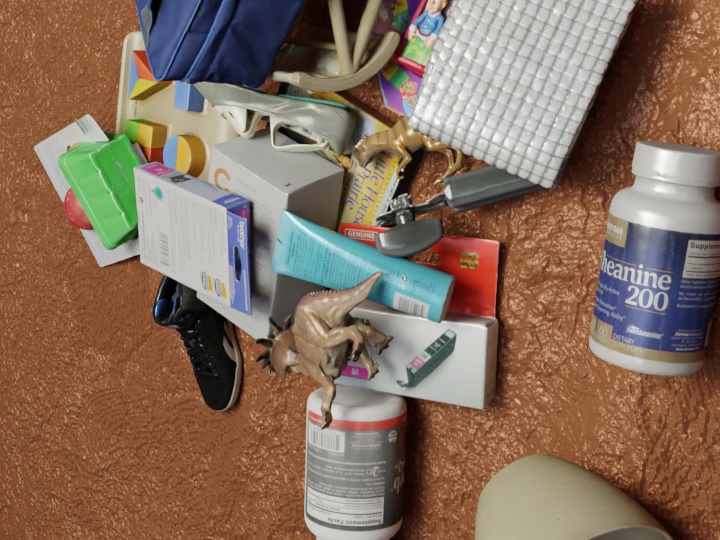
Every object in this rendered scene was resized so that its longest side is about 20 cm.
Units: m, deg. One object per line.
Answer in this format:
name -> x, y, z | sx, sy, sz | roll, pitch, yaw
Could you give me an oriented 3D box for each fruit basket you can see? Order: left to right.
fruit basket -> -0.336, -0.101, 1.507 | 0.199, 0.093, 0.187 | -10, 111, 58

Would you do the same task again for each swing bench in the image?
swing bench -> -0.052, -0.296, 1.235 | 0.198, 0.128, 0.204 | 24, 113, 55

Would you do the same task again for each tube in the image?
tube -> 0.000, 0.000, 1.228 | 0.197, 0.050, 0.079 | 19, 117, 10

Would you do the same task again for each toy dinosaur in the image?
toy dinosaur -> -0.047, 0.068, 1.235 | 0.135, 0.085, 0.202 | 39, 132, 21
toy dinosaur -> 0.079, -0.151, 1.219 | 0.198, 0.060, 0.107 | -31, 88, 17

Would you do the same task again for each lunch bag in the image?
lunch bag -> -0.143, -0.280, 1.140 | 0.201, 0.130, 0.137 | -55, 49, 46

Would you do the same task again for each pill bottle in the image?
pill bottle -> -0.007, 0.239, 1.319 | 0.114, 0.115, 0.204 | 8, 102, 33
pill bottle -> 0.281, -0.013, 1.085 | 0.110, 0.110, 0.204 | 15, 105, 32

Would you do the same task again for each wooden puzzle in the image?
wooden puzzle -> -0.238, -0.194, 1.464 | 0.198, 0.046, 0.189 | 17, 106, 32

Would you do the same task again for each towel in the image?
towel -> 0.155, -0.199, 1.122 | 0.164, 0.085, 0.203 | 25, 97, 12

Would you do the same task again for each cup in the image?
cup -> 0.191, 0.270, 1.159 | 0.202, 0.198, 0.144 | -60, 38, 25

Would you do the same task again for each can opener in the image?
can opener -> 0.107, -0.069, 1.197 | 0.197, 0.053, 0.068 | -20, 82, 11

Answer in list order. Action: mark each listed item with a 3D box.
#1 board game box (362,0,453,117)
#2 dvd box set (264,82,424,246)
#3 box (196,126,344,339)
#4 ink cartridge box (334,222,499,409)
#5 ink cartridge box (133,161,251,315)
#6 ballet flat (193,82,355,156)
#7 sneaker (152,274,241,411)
board game box -> 0.070, -0.259, 1.204 | 0.156, 0.039, 0.203 | -22, 68, 24
dvd box set -> -0.031, -0.127, 1.338 | 0.199, 0.029, 0.148 | 36, 115, 26
box -> -0.106, -0.040, 1.333 | 0.124, 0.097, 0.203 | 32, 128, 30
ink cartridge box -> 0.053, 0.047, 1.272 | 0.197, 0.043, 0.177 | 7, 106, 25
ink cartridge box -> -0.179, -0.038, 1.305 | 0.198, 0.042, 0.121 | 25, 124, 40
ballet flat -> -0.104, -0.171, 1.288 | 0.197, 0.067, 0.065 | 15, 87, 9
sneaker -> -0.210, 0.081, 1.442 | 0.072, 0.111, 0.204 | 1, 97, 35
